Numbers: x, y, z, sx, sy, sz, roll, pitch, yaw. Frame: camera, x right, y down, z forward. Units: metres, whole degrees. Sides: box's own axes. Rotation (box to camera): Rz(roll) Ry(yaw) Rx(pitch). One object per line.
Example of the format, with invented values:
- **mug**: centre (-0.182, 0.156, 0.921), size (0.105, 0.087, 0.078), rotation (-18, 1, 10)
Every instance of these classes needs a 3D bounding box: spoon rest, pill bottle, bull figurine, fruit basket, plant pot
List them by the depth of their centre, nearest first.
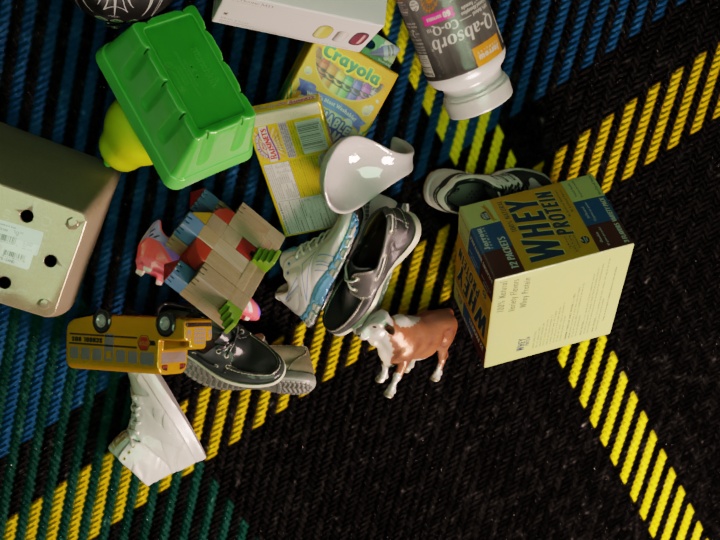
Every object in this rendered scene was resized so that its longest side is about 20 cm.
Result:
- **plant pot**: centre (-0.419, -0.049, 1.288), size (0.197, 0.177, 0.203), rotation (20, 102, -19)
- **fruit basket**: centre (-0.243, -0.199, 1.310), size (0.154, 0.214, 0.219), rotation (-27, 114, -32)
- **spoon rest**: centre (0.013, -0.136, 1.370), size (0.199, 0.060, 0.101), rotation (-27, 124, -52)
- **pill bottle**: centre (0.125, -0.310, 1.376), size (0.115, 0.116, 0.202), rotation (-27, 111, -4)
- **bull figurine**: centre (0.067, 0.106, 1.482), size (0.198, 0.065, 0.123), rotation (-7, 121, -46)

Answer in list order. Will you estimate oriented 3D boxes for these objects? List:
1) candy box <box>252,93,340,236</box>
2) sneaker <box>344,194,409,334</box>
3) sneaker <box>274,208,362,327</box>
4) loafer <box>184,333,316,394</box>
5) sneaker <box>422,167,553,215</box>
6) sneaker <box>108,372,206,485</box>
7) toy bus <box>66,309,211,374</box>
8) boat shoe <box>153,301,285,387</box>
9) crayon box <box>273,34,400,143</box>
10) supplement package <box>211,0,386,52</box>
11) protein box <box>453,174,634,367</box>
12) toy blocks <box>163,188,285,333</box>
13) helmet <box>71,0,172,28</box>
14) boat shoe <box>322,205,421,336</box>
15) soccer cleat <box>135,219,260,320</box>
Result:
- **candy box**: centre (-0.077, -0.134, 1.375), size (0.100, 0.027, 0.202), rotation (-8, 131, 10)
- **sneaker**: centre (0.009, -0.009, 1.474), size (0.079, 0.076, 0.203), rotation (15, 103, 0)
- **sneaker**: centre (-0.064, -0.016, 1.422), size (0.086, 0.075, 0.202), rotation (29, 122, 2)
- **loafer**: centre (-0.159, 0.127, 1.475), size (0.196, 0.075, 0.071), rotation (10, 61, -10)
- **sneaker**: centre (0.190, -0.101, 1.474), size (0.196, 0.088, 0.077), rotation (-3, 106, -15)
- **sneaker**: centre (-0.307, 0.210, 1.453), size (0.114, 0.074, 0.202), rotation (-28, 113, -8)
- **toy bus**: centre (-0.290, 0.092, 1.363), size (0.197, 0.065, 0.080), rotation (1, 88, 28)
- **boat shoe**: centre (-0.192, 0.093, 1.406), size (0.197, 0.066, 0.075), rotation (27, 61, 11)
- **crayon box**: centre (-0.038, -0.233, 1.394), size (0.124, 0.052, 0.202), rotation (26, 99, -20)
- **supplement package**: centre (-0.070, -0.375, 1.283), size (0.196, 0.111, 0.159), rotation (8, 82, -16)
- **protein box**: centre (0.246, 0.002, 1.453), size (0.197, 0.136, 0.200), rotation (-14, 141, -10)
- **toy blocks**: centre (-0.188, -0.026, 1.360), size (0.136, 0.201, 0.100), rotation (38, 134, -13)
- **helmet**: centre (-0.275, -0.393, 1.199), size (0.196, 0.191, 0.204), rotation (2, 80, -14)
- **boat shoe**: centre (0.000, 0.000, 1.400), size (0.067, 0.072, 0.201), rotation (9, 121, -50)
- **soccer cleat**: centre (-0.212, 0.006, 1.421), size (0.198, 0.066, 0.078), rotation (29, 71, -26)
